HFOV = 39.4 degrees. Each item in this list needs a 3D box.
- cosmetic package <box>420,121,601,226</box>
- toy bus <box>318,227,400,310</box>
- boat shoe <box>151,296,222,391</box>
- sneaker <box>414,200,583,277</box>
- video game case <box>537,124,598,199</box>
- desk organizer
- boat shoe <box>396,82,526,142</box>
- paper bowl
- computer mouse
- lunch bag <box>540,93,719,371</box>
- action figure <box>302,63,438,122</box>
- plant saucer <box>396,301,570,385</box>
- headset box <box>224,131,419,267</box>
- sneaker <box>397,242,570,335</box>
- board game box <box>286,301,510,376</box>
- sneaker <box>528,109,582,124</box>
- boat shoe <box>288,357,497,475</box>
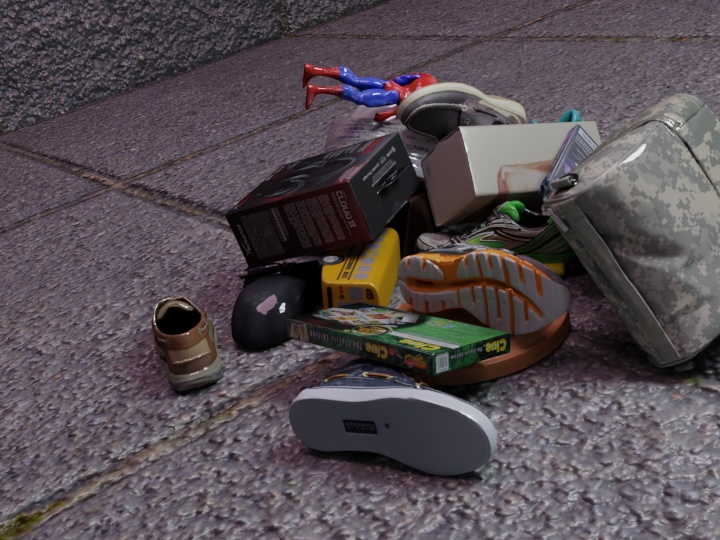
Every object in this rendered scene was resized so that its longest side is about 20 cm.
[{"bbox_3d":[0.185,-0.115,1.190,0.197,0.089,0.103,-6,-15,-25],"label":"cosmetic package"},{"bbox_3d":[0.000,0.000,1.156,0.077,0.066,0.200,-1,24,11],"label":"toy bus"},{"bbox_3d":[-0.198,0.062,1.124,0.075,0.073,0.200,-20,22,-15],"label":"boat shoe"},{"bbox_3d":[0.154,-0.040,1.140,0.197,0.086,0.078,-5,23,24],"label":"sneaker"},{"bbox_3d":[0.263,-0.072,1.095,0.019,0.143,0.200,-40,6,34],"label":"video game case"},{"bbox_3d":[-0.004,-0.063,1.313,0.198,0.073,0.077,6,31,41],"label":"desk organizer"},{"bbox_3d":[0.133,-0.177,1.222,0.198,0.065,0.072,4,-36,-39],"label":"boat shoe"},{"bbox_3d":[0.052,-0.155,1.328,0.198,0.106,0.201,14,-9,2],"label":"paper bowl"},{"bbox_3d":[-0.102,0.024,1.184,0.136,0.053,0.200,-8,23,13],"label":"computer mouse"},{"bbox_3d":[0.265,-0.033,0.894,0.167,0.201,0.139,-40,7,-38],"label":"lunch bag"},{"bbox_3d":[0.028,-0.217,1.235,0.197,0.052,0.066,1,45,-12],"label":"action figure"},{"bbox_3d":[0.111,0.051,1.018,0.197,0.033,0.201,-12,22,5],"label":"plant saucer"},{"bbox_3d":[-0.034,-0.085,1.174,0.198,0.078,0.149,-13,22,33],"label":"headset box"},{"bbox_3d":[0.126,0.007,0.978,0.077,0.080,0.199,-19,21,-38],"label":"sneaker"},{"bbox_3d":[0.031,0.060,0.937,0.104,0.024,0.199,-7,12,-41],"label":"board game box"},{"bbox_3d":[0.232,-0.168,1.411,0.198,0.081,0.077,-23,23,-19],"label":"sneaker"},{"bbox_3d":[0.038,0.113,0.859,0.198,0.072,0.091,3,25,35],"label":"boat shoe"}]
